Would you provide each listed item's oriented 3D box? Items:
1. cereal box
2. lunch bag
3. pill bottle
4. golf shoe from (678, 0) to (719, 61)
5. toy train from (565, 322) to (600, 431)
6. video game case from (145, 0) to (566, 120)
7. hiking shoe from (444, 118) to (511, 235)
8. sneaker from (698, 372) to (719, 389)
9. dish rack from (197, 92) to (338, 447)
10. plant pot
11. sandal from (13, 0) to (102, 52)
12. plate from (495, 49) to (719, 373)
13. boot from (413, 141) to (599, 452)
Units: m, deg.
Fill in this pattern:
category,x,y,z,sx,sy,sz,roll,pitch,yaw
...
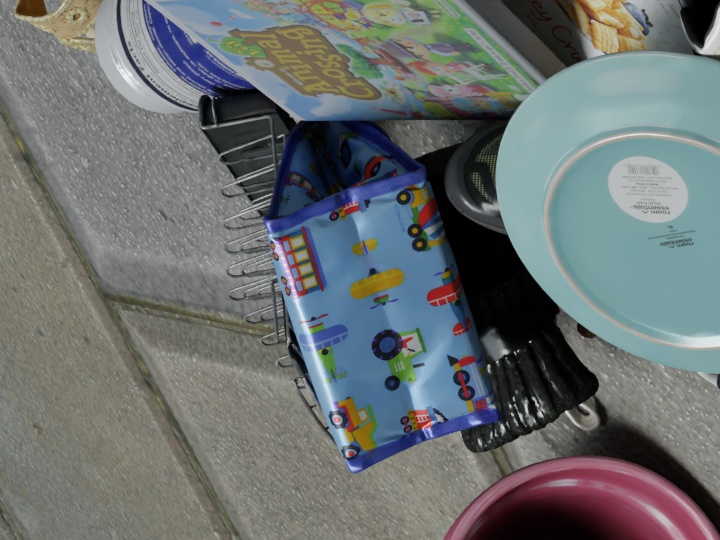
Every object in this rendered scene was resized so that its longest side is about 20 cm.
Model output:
category,x,y,z,sx,sy,sz,roll,pitch,yaw
cereal box,0.125,-0.144,1.519,0.144,0.039,0.200,51,153,-4
lunch bag,0.000,0.000,1.609,0.200,0.093,0.151,-115,7,-71
pill bottle,-0.082,-0.159,1.734,0.116,0.116,0.200,55,153,-10
golf shoe,0.203,-0.111,1.384,0.200,0.094,0.078,49,152,0
toy train,0.110,0.034,1.750,0.150,0.056,0.200,43,152,14
video game case,-0.001,-0.123,1.501,0.181,0.022,0.200,1,162,29
hiking shoe,0.132,-0.066,1.466,0.199,0.076,0.101,-5,157,19
sneaker,0.225,0.024,1.539,0.078,0.079,0.201,25,142,41
dish rack,-0.041,0.005,1.694,0.154,0.054,0.201,55,-156,-54
plant pot,0.130,0.227,1.838,0.200,0.200,0.179,49,168,3
sandal,-0.209,-0.198,1.929,0.077,0.070,0.213,27,145,38
plate,0.158,-0.020,1.413,0.199,0.026,0.201,15,134,16
boot,0.082,0.011,1.626,0.211,0.079,0.159,121,128,-73
